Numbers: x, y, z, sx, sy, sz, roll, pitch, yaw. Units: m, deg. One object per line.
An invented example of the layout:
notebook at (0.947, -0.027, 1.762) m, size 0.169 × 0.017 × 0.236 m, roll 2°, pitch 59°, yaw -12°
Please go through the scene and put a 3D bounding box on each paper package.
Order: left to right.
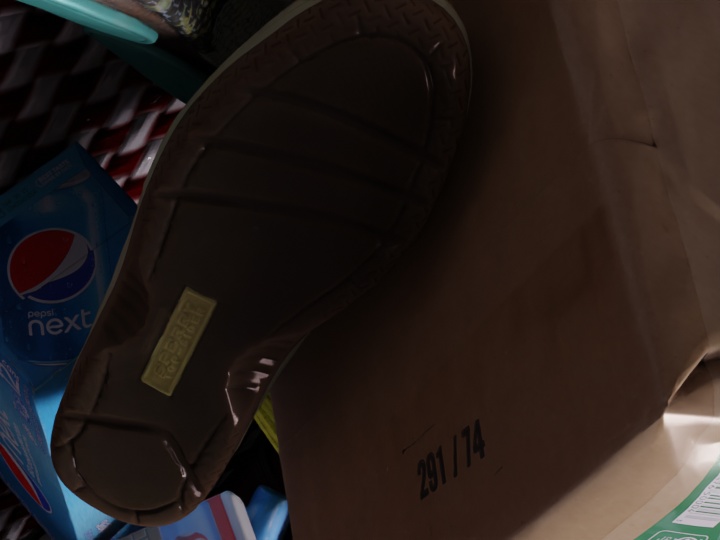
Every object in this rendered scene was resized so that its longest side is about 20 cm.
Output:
paper package at (0.057, 0.012, 0.625) m, size 0.103 × 0.192 × 0.200 m, roll 6°, pitch 147°, yaw -28°

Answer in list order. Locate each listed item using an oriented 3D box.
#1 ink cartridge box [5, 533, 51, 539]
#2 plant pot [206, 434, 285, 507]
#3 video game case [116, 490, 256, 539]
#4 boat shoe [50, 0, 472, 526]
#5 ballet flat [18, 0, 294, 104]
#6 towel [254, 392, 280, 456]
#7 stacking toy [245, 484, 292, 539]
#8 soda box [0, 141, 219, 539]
ink cartridge box at (-0.093, 0.170, 0.973) m, size 0.067 × 0.117 × 0.200 m, roll -40°, pitch 162°, yaw -19°
plant pot at (0.054, 0.091, 1.020) m, size 0.199 × 0.200 × 0.200 m, roll -56°, pitch 160°, yaw 12°
video game case at (-0.111, 0.184, 0.775) m, size 0.199 × 0.144 × 0.017 m, roll -24°, pitch 159°, yaw 5°
boat shoe at (-0.030, -0.016, 0.622) m, size 0.200 × 0.071 × 0.076 m, roll -51°, pitch -170°, yaw 34°
ballet flat at (-0.061, -0.090, 0.582) m, size 0.074 × 0.074 × 0.200 m, roll -46°, pitch 164°, yaw 6°
towel at (-0.029, 0.050, 0.791) m, size 0.018 × 0.086 × 0.200 m, roll -33°, pitch -177°, yaw -3°
stacking toy at (0.038, 0.160, 0.832) m, size 0.116 × 0.199 × 0.110 m, roll 56°, pitch 49°, yaw -78°
soda box at (-0.098, 0.040, 0.766) m, size 0.068 × 0.064 × 0.200 m, roll -38°, pitch 161°, yaw -17°
